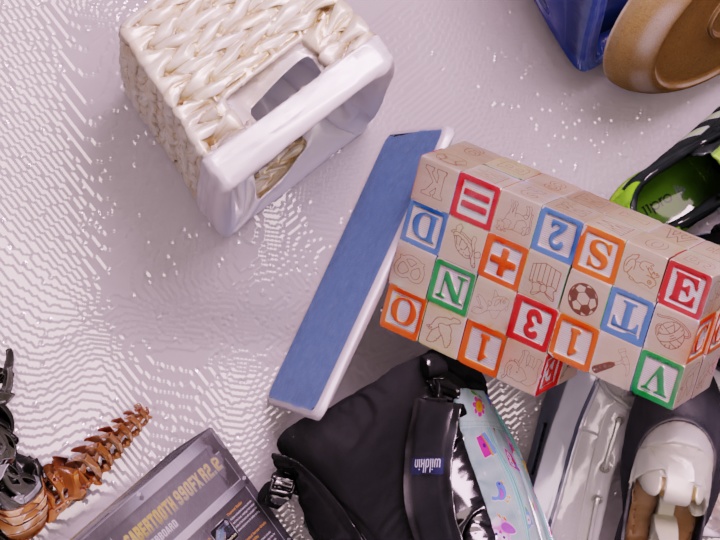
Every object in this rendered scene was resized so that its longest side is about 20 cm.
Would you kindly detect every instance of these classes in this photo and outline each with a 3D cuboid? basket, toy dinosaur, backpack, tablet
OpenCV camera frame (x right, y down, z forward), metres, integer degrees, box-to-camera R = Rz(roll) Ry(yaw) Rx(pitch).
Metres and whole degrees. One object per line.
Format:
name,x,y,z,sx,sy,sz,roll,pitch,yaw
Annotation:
basket,-0.071,-0.119,1.489,0.135,0.200,0.124,-38,86,-8
toy dinosaur,-0.236,0.129,1.520,0.199,0.102,0.136,-29,107,-26
backpack,0.049,0.168,1.501,0.167,0.126,0.201,-33,71,31
tablet,0.000,0.000,1.522,0.014,0.130,0.201,26,84,-15

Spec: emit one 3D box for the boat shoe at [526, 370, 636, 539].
boat shoe,0.164,0.108,1.566,0.086,0.075,0.203,17,87,-6

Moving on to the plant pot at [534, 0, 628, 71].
plant pot,0.174,-0.277,1.524,0.200,0.200,0.180,-34,77,-7

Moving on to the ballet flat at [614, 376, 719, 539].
ballet flat,0.196,0.156,1.515,0.073,0.073,0.201,9,100,-7

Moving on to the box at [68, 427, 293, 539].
box,-0.108,0.209,1.472,0.048,0.200,0.159,-34,94,33

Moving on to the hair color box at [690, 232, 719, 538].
hair color box,0.266,0.079,1.587,0.099,0.061,0.201,4,87,-7

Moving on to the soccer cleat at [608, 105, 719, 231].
soccer cleat,0.250,-0.080,1.582,0.200,0.081,0.068,-38,92,-8

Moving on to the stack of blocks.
stack of blocks,0.120,0.013,1.434,0.199,0.058,0.116,24,113,24

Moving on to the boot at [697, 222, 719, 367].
boot,0.232,-0.026,1.502,0.210,0.079,0.158,28,90,-7

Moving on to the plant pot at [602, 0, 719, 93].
plant pot,0.242,-0.180,1.529,0.200,0.200,0.028,-35,68,-8
